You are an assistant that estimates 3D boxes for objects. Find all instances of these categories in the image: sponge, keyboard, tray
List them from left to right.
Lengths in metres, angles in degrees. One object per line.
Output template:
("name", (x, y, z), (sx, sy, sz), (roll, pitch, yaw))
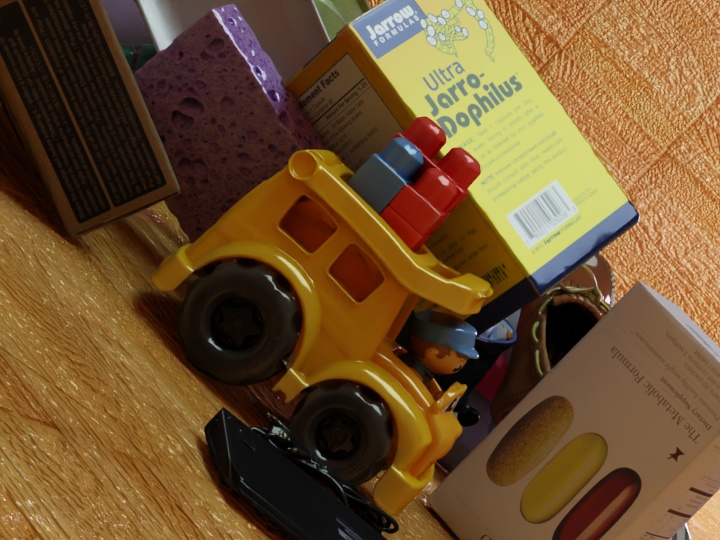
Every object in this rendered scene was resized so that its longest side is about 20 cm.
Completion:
("sponge", (-0.068, -0.052, 1.520), (0.200, 0.111, 0.030), (58, 34, 2))
("tray", (-0.065, -0.121, 1.584), (0.022, 0.107, 0.200), (5, 63, -86))
("keyboard", (-0.008, 0.141, 1.297), (0.200, 0.021, 0.127), (42, 14, -22))

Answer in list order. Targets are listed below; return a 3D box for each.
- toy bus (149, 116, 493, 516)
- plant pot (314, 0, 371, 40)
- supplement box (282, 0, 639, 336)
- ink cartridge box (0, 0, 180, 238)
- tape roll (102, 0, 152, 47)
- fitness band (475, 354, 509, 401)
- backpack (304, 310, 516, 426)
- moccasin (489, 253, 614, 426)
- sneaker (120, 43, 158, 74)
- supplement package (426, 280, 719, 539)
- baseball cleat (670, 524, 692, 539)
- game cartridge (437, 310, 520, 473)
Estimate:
("toy bus", (0.009, 0.015, 1.423), (0.200, 0.192, 0.136), (46, 6, 4))
("plant pot", (-0.080, -0.122, 1.826), (0.200, 0.200, 0.190), (40, 21, -25))
("supplement box", (0.056, -0.069, 1.516), (0.109, 0.109, 0.200), (-35, 89, -38))
("ink cartridge box", (-0.188, -0.137, 1.434), (0.200, 0.075, 0.165), (53, -14, 56))
("tape roll", (-0.130, -0.239, 1.650), (0.066, 0.200, 0.200), (54, 11, 21))
("fitness band", (0.118, 0.029, 1.809), (0.143, 0.037, 0.200), (31, 37, -27))
("backpack", (0.000, 0.000, 1.654), (0.190, 0.154, 0.200), (36, 6, 31))
("moccasin", (0.147, 0.043, 1.729), (0.074, 0.078, 0.201), (44, 35, -5))
("sneaker", (-0.152, -0.125, 1.634), (0.200, 0.075, 0.088), (19, 7, -21))
("supplement package", (0.161, 0.123, 1.586), (0.114, 0.200, 0.110), (46, 8, 23))
("baseball cleat", (0.215, 0.217, 1.725), (0.200, 0.070, 0.106), (57, 5, -14))
("game cartridge", (0.114, 0.104, 1.794), (0.133, 0.042, 0.200), (40, 34, -9))
